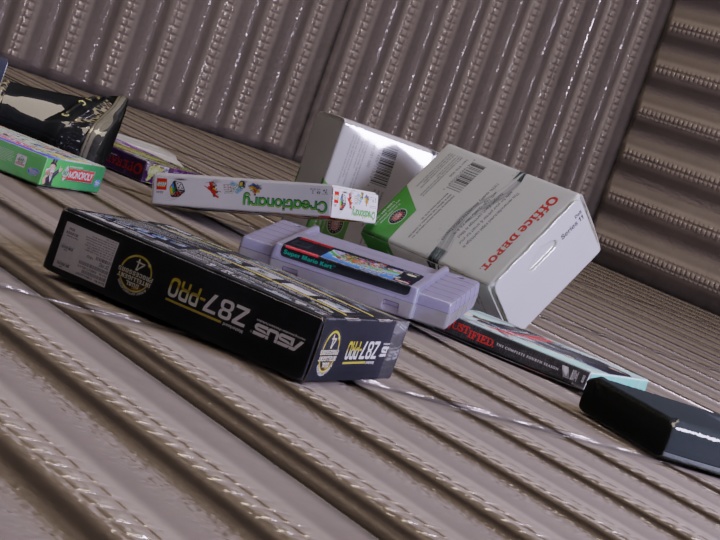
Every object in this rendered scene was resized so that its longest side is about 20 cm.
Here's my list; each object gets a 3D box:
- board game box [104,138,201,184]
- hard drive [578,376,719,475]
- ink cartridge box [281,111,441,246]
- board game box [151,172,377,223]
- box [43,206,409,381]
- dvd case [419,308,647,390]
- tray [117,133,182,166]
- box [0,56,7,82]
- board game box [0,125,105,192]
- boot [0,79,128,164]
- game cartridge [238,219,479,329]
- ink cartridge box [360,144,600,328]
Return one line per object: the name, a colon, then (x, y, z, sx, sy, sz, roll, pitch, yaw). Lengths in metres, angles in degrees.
board game box: (-0.293, -0.140, 2.338, 0.199, 0.032, 0.120, 24, 10, 28)
hard drive: (0.288, 0.138, 1.590, 0.199, 0.033, 0.139, 18, 5, -24)
ink cartridge box: (0.031, -0.074, 2.232, 0.199, 0.147, 0.084, 19, 3, -25)
board game box: (-0.097, -0.073, 2.055, 0.199, 0.035, 0.126, 5, 0, 22)
box: (-0.085, 0.016, 1.329, 0.199, 0.049, 0.161, 22, 7, 19)
dvd case: (0.150, 0.070, 1.848, 0.199, 0.022, 0.146, 21, 5, 29)
tray: (-0.317, -0.164, 2.549, 0.199, 0.022, 0.107, 18, 4, -26)
box: (-0.370, -0.138, 1.531, 0.148, 0.108, 0.200, 20, 6, 0)
board game box: (-0.354, -0.122, 1.888, 0.199, 0.029, 0.135, 21, 4, 15)
boot: (-0.336, -0.171, 2.174, 0.153, 0.074, 0.204, 20, 14, -5)
game cartridge: (0.000, 0.000, 1.809, 0.199, 0.039, 0.130, 18, 8, 12)
ink cartridge box: (0.123, -0.032, 2.060, 0.200, 0.147, 0.083, 26, -28, 46)
